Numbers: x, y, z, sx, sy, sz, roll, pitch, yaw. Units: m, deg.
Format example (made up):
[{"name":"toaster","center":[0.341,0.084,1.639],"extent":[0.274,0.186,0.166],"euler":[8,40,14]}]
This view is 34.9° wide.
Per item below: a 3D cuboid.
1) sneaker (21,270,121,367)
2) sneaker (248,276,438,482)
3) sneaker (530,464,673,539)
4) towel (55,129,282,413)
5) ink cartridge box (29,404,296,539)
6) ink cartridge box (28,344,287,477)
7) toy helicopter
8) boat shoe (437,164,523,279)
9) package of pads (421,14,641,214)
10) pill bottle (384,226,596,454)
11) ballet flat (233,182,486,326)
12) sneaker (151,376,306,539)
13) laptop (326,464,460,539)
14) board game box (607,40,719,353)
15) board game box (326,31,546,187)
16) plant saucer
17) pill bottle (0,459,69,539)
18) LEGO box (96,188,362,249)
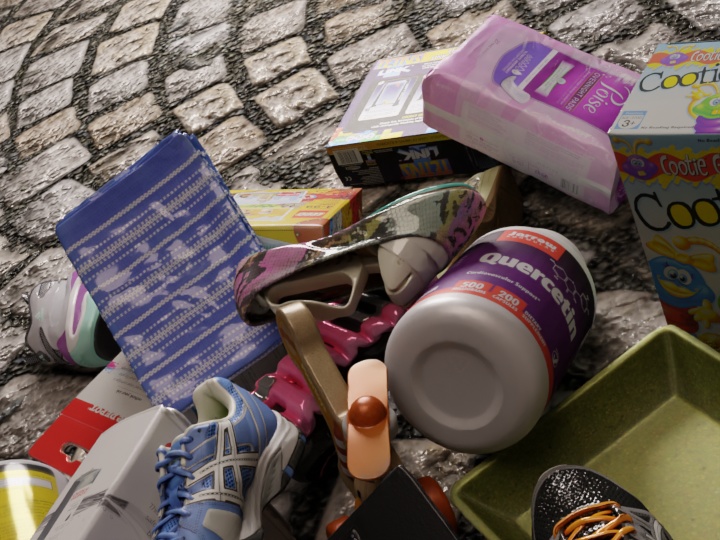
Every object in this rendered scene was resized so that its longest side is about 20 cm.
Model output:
[{"name":"sneaker","center":[-0.281,0.014,1.160],"extent":[0.139,0.078,0.200],"euler":[-6,39,26]},{"name":"sneaker","center":[-0.006,0.079,0.874],"extent":[0.200,0.095,0.079],"euler":[-47,41,-12]},{"name":"sneaker","center":[0.138,0.166,0.604],"extent":[0.078,0.077,0.200],"euler":[-28,33,2]},{"name":"towel","center":[-0.148,0.000,0.916],"extent":[0.145,0.024,0.200],"euler":[-35,71,4]},{"name":"ink cartridge box","center":[-0.143,0.209,0.732],"extent":[0.085,0.146,0.200],"euler":[-25,24,38]},{"name":"ink cartridge box","center":[-0.167,0.114,0.964],"extent":[0.116,0.067,0.200],"euler":[12,50,43]},{"name":"toy helicopter","center":[-0.009,0.100,0.753],"extent":[0.079,0.132,0.200],"euler":[-23,62,-14]},{"name":"boat shoe","center":[0.088,-0.018,0.972],"extent":[0.062,0.073,0.200],"euler":[-13,26,30]},{"name":"package of pads","center":[0.163,-0.142,1.007],"extent":[0.200,0.076,0.121],"euler":[29,56,22]},{"name":"pill bottle","center":[0.102,0.038,0.817],"extent":[0.112,0.113,0.200],"euler":[-6,19,28]},{"name":"ballet flat","center":[0.000,0.000,0.830],"extent":[0.199,0.069,0.071],"euler":[-17,47,13]},{"name":"sneaker","center":[-0.101,0.144,0.700],"extent":[0.076,0.077,0.200],"euler":[-35,16,28]},{"name":"laptop","center":[-0.014,0.237,0.610],"extent":[0.200,0.103,0.177],"euler":[-48,62,18]},{"name":"board game box","center":[0.254,-0.043,0.772],"extent":[0.105,0.200,0.103],"euler":[4,45,38]},{"name":"board game box","center":[0.085,-0.164,1.167],"extent":[0.199,0.057,0.166],"euler":[-4,39,30]},{"name":"plant saucer","center":[0.188,0.145,0.708],"extent":[0.200,0.048,0.200],"euler":[-35,35,-12]},{"name":"pill bottle","center":[-0.241,0.234,0.820],"extent":[0.112,0.112,0.200],"euler":[-31,34,-6]},{"name":"LEGO box","center":[-0.108,-0.020,1.009],"extent":[0.199,0.078,0.149],"euler":[0,16,13]}]
